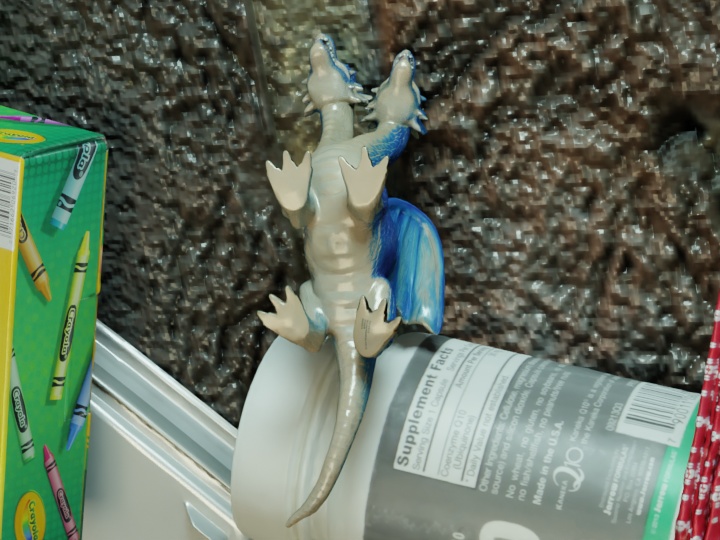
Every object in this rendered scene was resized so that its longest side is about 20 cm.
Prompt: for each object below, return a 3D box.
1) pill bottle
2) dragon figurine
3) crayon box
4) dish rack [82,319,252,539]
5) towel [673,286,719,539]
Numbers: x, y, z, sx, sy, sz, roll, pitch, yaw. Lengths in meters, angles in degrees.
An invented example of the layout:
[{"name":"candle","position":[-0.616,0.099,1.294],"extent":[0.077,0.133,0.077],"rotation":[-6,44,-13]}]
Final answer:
[{"name":"pill bottle","position":[0.054,0.090,1.065],"extent":[0.200,0.113,0.113],"rotation":[12,118,17]},{"name":"dragon figurine","position":[0.000,0.000,1.027],"extent":[0.059,0.099,0.201],"rotation":[-4,90,16]},{"name":"crayon box","position":[-0.180,0.027,1.125],"extent":[0.119,0.058,0.201],"rotation":[17,110,33]},{"name":"dish rack","position":[-0.137,0.131,1.203],"extent":[0.172,0.044,0.200],"rotation":[38,123,1]},{"name":"towel","position":[0.199,0.032,0.971],"extent":[0.144,0.022,0.201],"rotation":[-1,110,-23]}]
